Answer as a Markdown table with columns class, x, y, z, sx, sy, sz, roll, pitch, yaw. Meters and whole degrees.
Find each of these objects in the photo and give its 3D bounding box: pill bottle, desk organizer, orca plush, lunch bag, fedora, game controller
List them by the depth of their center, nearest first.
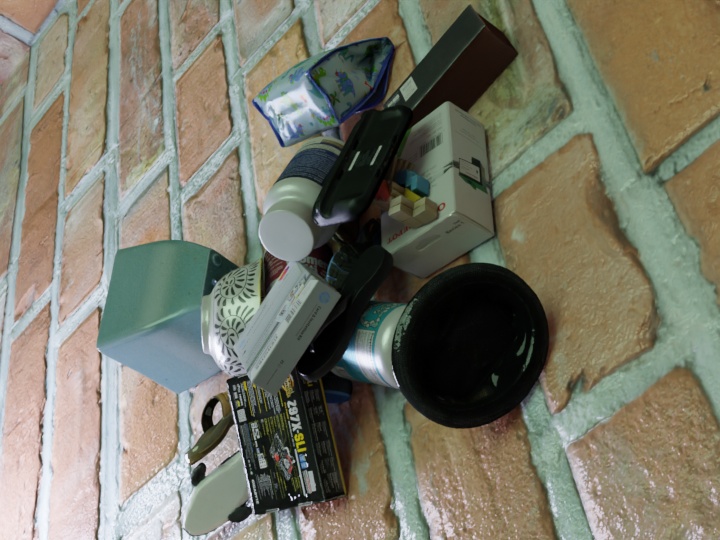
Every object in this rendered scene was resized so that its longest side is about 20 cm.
| class | x | y | z | sx | sy | sz | roll | pitch | yaw |
| --- | --- | --- | --- | --- | --- | --- | --- | --- | --- |
| fedora | 0.124 | 0.088 | 1.389 | 0.202 | 0.200 | 0.092 | -66 | 9 | -6 |
| pill bottle | 0.039 | 0.097 | 1.522 | 0.199 | 0.110 | 0.111 | 4 | 70 | 53 |
| game controller | 0.004 | -0.143 | 1.564 | 0.104 | 0.042 | 0.201 | -1 | 53 | 40 |
| pill bottle | -0.073 | -0.100 | 1.652 | 0.111 | 0.111 | 0.200 | -35 | 16 | 34 |
| desk organizer | 0.131 | -0.280 | 1.698 | 0.200 | 0.077 | 0.072 | -48 | 36 | 20 |
| orca plush | -0.195 | 0.304 | 1.727 | 0.071 | 0.105 | 0.201 | 155 | 138 | -86 |
| pill bottle | -0.093 | 0.007 | 1.764 | 0.109 | 0.109 | 0.201 | -37 | 41 | 32 |
| lunch bag | -0.051 | -0.308 | 1.925 | 0.170 | 0.128 | 0.200 | -14 | 26 | 48 |

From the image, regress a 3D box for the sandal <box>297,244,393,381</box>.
| class | x | y | z | sx | sy | sz | roll | pitch | yaw |
| --- | --- | --- | --- | --- | --- | --- | --- | --- | --- |
| sandal | -0.031 | 0.050 | 1.512 | 0.076 | 0.043 | 0.201 | 15 | 73 | 57 |

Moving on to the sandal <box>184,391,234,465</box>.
| class | x | y | z | sx | sy | sz | roll | pitch | yaw |
| --- | --- | --- | --- | --- | --- | --- | --- | --- | --- |
| sandal | -0.217 | 0.221 | 1.756 | 0.080 | 0.054 | 0.200 | -42 | 4 | 34 |

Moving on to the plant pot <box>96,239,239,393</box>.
| class | x | y | z | sx | sy | sz | roll | pitch | yaw |
| --- | --- | --- | --- | --- | --- | --- | --- | --- | --- |
| plant pot | -0.285 | 0.061 | 1.922 | 0.199 | 0.196 | 0.197 | -19 | 51 | 33 |

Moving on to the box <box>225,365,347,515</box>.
| class | x | y | z | sx | sy | sz | roll | pitch | yaw |
| --- | --- | --- | --- | --- | --- | --- | --- | --- | --- |
| box | -0.106 | 0.229 | 1.604 | 0.159 | 0.049 | 0.201 | -22 | 78 | 42 |

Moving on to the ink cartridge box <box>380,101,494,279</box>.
| class | x | y | z | sx | sy | sz | roll | pitch | yaw |
| --- | --- | --- | --- | --- | --- | --- | --- | --- | --- |
| ink cartridge box | 0.102 | -0.109 | 1.608 | 0.146 | 0.084 | 0.201 | -33 | 44 | 38 |

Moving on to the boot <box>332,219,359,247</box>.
| class | x | y | z | sx | sy | sz | roll | pitch | yaw |
| --- | --- | --- | --- | --- | --- | --- | --- | --- | --- |
| boot | 0.017 | -0.140 | 1.774 | 0.200 | 0.064 | 0.187 | -46 | 39 | 15 |

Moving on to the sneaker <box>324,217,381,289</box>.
| class | x | y | z | sx | sy | sz | roll | pitch | yaw |
| --- | --- | --- | --- | --- | --- | --- | --- | --- | --- |
| sneaker | 0.000 | 0.000 | 1.638 | 0.079 | 0.075 | 0.200 | -60 | -9 | 31 |

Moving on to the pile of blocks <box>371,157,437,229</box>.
| class | x | y | z | sx | sy | sz | roll | pitch | yaw |
| --- | --- | --- | --- | --- | --- | --- | --- | --- | --- |
| pile of blocks | 0.037 | -0.120 | 1.571 | 0.200 | 0.062 | 0.082 | 31 | 94 | 57 |

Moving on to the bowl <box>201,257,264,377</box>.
| class | x | y | z | sx | sy | sz | roll | pitch | yaw |
| --- | --- | --- | --- | --- | --- | --- | --- | --- | --- |
| bowl | -0.193 | 0.082 | 1.761 | 0.201 | 0.093 | 0.202 | 178 | 90 | -86 |

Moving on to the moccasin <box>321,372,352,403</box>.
| class | x | y | z | sx | sy | sz | roll | pitch | yaw |
| --- | --- | --- | --- | --- | --- | --- | --- | --- | --- |
| moccasin | -0.080 | 0.149 | 1.670 | 0.199 | 0.080 | 0.069 | -1 | 70 | 52 |

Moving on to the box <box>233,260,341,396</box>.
| class | x | y | z | sx | sy | sz | roll | pitch | yaw |
| --- | --- | --- | --- | --- | --- | --- | --- | --- | --- |
| box | -0.102 | 0.070 | 1.543 | 0.156 | 0.041 | 0.200 | -57 | 17 | 0 |
